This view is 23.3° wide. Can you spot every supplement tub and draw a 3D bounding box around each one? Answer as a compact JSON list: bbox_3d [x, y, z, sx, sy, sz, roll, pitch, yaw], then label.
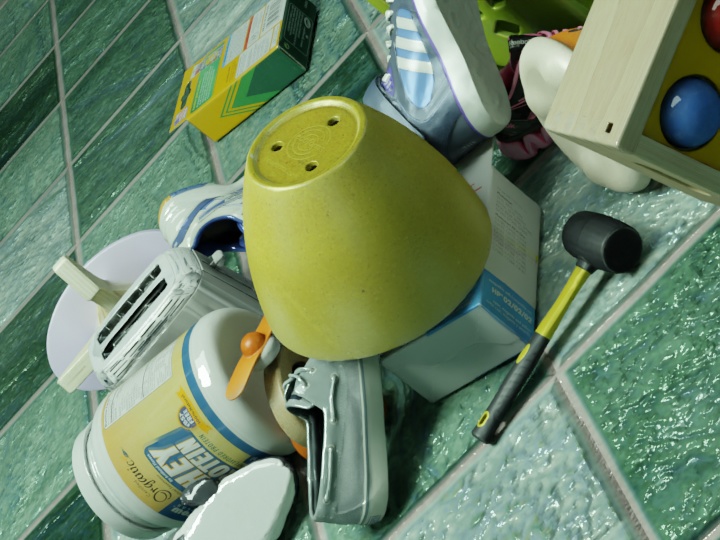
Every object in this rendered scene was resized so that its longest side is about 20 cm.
[{"bbox_3d":[-0.150,0.141,1.567,0.200,0.144,0.145,-38,30,28],"label":"supplement tub"}]

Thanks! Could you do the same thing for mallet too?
[{"bbox_3d":[0.140,0.041,1.346,0.200,0.041,0.066,-55,27,5],"label":"mallet"}]

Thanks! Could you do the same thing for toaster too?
[{"bbox_3d":[-0.177,0.074,1.708,0.200,0.129,0.114,-49,26,8],"label":"toaster"}]

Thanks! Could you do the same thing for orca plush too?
[{"bbox_3d":[-0.115,0.249,1.504,0.105,0.071,0.201,23,86,17],"label":"orca plush"}]

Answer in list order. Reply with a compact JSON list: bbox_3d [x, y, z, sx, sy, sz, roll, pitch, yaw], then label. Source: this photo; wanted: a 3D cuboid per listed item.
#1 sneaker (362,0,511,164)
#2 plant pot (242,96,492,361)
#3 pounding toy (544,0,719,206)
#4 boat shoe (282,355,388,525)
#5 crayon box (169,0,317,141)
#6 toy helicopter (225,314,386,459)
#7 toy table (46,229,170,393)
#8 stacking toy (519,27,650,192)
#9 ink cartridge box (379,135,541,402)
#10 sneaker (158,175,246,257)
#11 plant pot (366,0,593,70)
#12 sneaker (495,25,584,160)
[{"bbox_3d":[0.034,-0.178,1.490,0.146,0.080,0.201,-26,80,33],"label":"sneaker"},{"bbox_3d":[-0.014,-0.050,1.365,0.199,0.142,0.201,-17,42,16],"label":"plant pot"},{"bbox_3d":[0.273,-0.140,1.215,0.142,0.199,0.185,27,95,63],"label":"pounding toy"},{"bbox_3d":[-0.024,0.105,1.398,0.070,0.071,0.202,134,132,-65],"label":"boat shoe"},{"bbox_3d":[-0.142,-0.244,2.124,0.200,0.052,0.126,-33,33,33],"label":"crayon box"},{"bbox_3d":[-0.063,0.060,1.487,0.079,0.132,0.201,-35,54,32],"label":"toy helicopter"},{"bbox_3d":[-0.247,0.049,1.826,0.201,0.183,0.117,-58,9,3],"label":"toy table"},{"bbox_3d":[0.238,-0.171,1.378,0.200,0.146,0.146,-38,24,-11],"label":"stacking toy"},{"bbox_3d":[0.086,-0.004,1.447,0.115,0.068,0.201,-32,34,35],"label":"ink cartridge box"},{"bbox_3d":[-0.102,-0.058,1.771,0.199,0.075,0.088,-24,44,-7],"label":"sneaker"},{"bbox_3d":[0.121,-0.301,1.618,0.181,0.199,0.201,-29,34,48],"label":"plant pot"},{"bbox_3d":[0.172,-0.176,1.488,0.200,0.095,0.079,-34,30,30],"label":"sneaker"}]
